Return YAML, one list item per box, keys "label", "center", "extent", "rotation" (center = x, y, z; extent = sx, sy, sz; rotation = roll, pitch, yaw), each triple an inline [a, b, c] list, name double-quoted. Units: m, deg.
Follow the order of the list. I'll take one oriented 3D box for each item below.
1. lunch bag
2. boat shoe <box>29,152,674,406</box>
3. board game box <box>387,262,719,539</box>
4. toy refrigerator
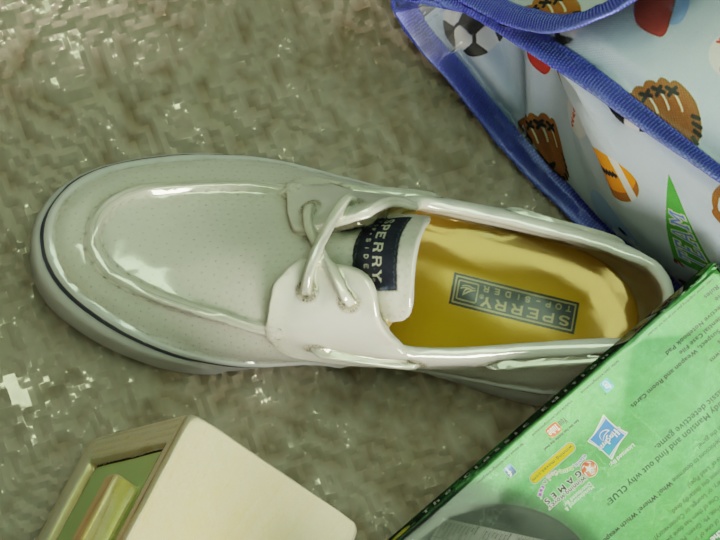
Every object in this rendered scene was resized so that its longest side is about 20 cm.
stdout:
- label: "lunch bag"
  center: [0.133, -0.081, 0.941]
  extent: [0.200, 0.124, 0.170]
  rotation: [42, 70, 18]
- label: "boat shoe"
  center: [0.000, 0.000, 0.913]
  extent: [0.200, 0.070, 0.071]
  rotation: [12, 72, -9]
- label: "board game box"
  center: [0.063, 0.101, 0.890]
  extent: [0.200, 0.023, 0.105]
  rotation: [-40, 89, -1]
- label: "toy refrigerator"
  center: [-0.085, 0.142, 0.840]
  extent: [0.070, 0.076, 0.200]
  rotation: [36, 67, -19]
